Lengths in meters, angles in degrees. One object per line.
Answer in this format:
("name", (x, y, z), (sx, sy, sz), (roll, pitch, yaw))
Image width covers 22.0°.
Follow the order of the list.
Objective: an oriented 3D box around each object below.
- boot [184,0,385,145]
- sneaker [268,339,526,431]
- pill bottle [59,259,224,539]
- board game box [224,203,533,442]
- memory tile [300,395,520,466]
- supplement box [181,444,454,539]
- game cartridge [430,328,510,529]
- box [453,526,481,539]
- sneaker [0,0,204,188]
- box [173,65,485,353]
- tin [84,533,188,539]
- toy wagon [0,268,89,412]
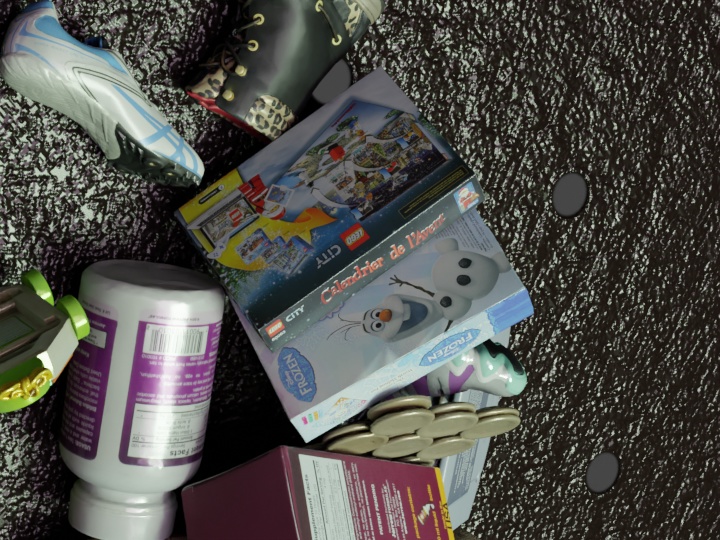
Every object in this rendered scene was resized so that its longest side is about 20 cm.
("boot", (-0.086, -0.196, 1.416), (0.200, 0.073, 0.151), (34, 84, -39))
("sneaker", (0.023, 0.095, 1.488), (0.199, 0.078, 0.141), (23, 103, 5))
("pill bottle", (-0.171, 0.101, 1.419), (0.112, 0.112, 0.202), (3, 102, -32))
("board game box", (0.000, 0.000, 1.416), (0.198, 0.201, 0.043), (-28, 145, -1))
("memory tile", (0.016, 0.141, 1.457), (0.153, 0.199, 0.017), (6, 63, -43))
("supplement box", (-0.029, 0.199, 1.434), (0.199, 0.110, 0.086), (14, 58, -50))
("game cartridge", (0.084, 0.126, 1.589), (0.133, 0.041, 0.202), (-10, 113, -66))
("box", (0.016, 0.283, 1.599), (0.199, 0.095, 0.078), (-10, 108, -31))
("sneaker", (-0.182, -0.126, 1.377), (0.200, 0.072, 0.073), (40, 62, -39))
("box", (-0.025, -0.049, 1.403), (0.199, 0.137, 0.038), (-35, 147, -5))
("tin", (-0.162, 0.250, 1.467), (0.198, 0.042, 0.112), (1, 138, -20))
("toy wagon", (-0.266, 0.064, 1.295), (0.154, 0.200, 0.040), (-28, 118, -22))
